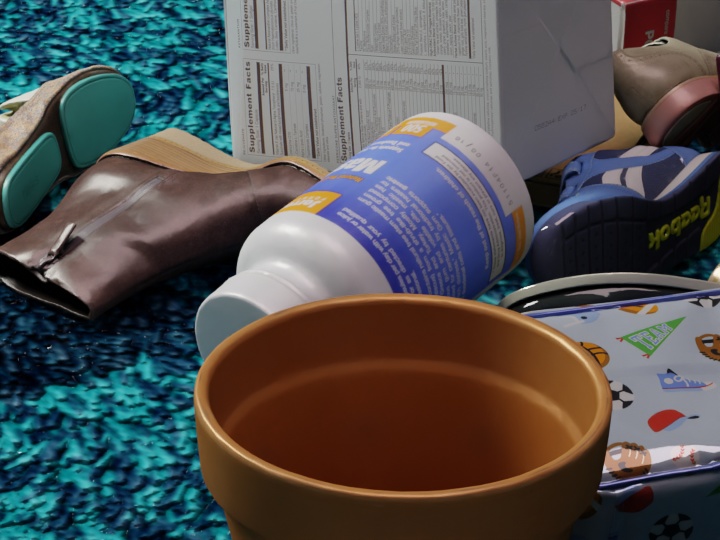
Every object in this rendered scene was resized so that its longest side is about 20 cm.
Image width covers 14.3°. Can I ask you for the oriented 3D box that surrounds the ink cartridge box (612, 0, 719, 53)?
[{"bbox_3d":[0.227,-0.206,2.091,0.200,0.083,0.147,-15,35,-28],"label":"ink cartridge box"}]

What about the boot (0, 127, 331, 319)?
[{"bbox_3d":[-0.106,-0.011,1.745,0.200,0.073,0.166,22,45,33],"label":"boot"}]

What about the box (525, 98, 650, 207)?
[{"bbox_3d":[0.092,-0.093,1.937,0.199,0.021,0.164,10,28,18],"label":"box"}]

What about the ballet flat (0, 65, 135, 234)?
[{"bbox_3d":[-0.217,-0.085,1.868,0.067,0.068,0.200,4,24,22],"label":"ballet flat"}]

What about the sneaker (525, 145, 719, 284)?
[{"bbox_3d":[0.151,-0.030,1.764,0.082,0.074,0.200,16,23,32],"label":"sneaker"}]

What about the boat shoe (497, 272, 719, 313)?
[{"bbox_3d":[0.177,0.045,1.622,0.199,0.075,0.066,4,68,-10],"label":"boat shoe"}]

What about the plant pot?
[{"bbox_3d":[0.020,0.116,1.386,0.199,0.140,0.200,1,27,0],"label":"plant pot"}]

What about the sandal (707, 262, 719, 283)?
[{"bbox_3d":[0.279,-0.028,1.755,0.211,0.078,0.070,-23,37,-29],"label":"sandal"}]

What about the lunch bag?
[{"bbox_3d":[0.169,0.076,1.517,0.199,0.076,0.160,-5,39,-14],"label":"lunch bag"}]

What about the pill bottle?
[{"bbox_3d":[0.000,0.000,1.636,0.112,0.112,0.200,20,41,34],"label":"pill bottle"}]

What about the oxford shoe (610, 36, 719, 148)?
[{"bbox_3d":[0.223,-0.128,1.901,0.074,0.071,0.200,47,20,15],"label":"oxford shoe"}]

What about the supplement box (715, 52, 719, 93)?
[{"bbox_3d":[0.336,-0.115,1.853,0.200,0.086,0.110,-13,6,-44],"label":"supplement box"}]

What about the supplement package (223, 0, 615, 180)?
[{"bbox_3d":[0.037,-0.147,1.801,0.199,0.151,0.152,6,18,31],"label":"supplement package"}]
